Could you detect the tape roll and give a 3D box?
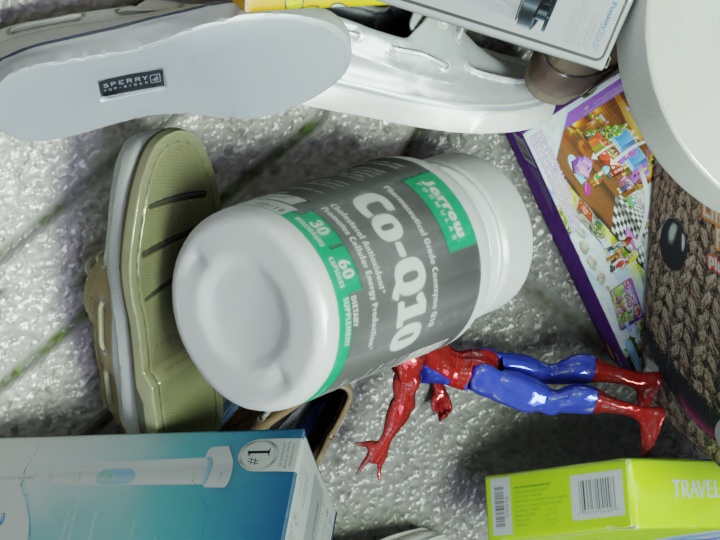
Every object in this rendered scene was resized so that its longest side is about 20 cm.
[{"bbox_3d":[0.234,-0.124,1.612,0.202,0.037,0.203,2,86,-23],"label":"tape roll"}]

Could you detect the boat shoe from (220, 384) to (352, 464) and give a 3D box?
[{"bbox_3d":[-0.075,0.128,1.747,0.072,0.072,0.200,25,100,-33],"label":"boat shoe"}]

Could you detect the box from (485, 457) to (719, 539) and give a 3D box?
[{"bbox_3d":[0.188,0.144,1.834,0.200,0.122,0.048,5,79,-44],"label":"box"}]

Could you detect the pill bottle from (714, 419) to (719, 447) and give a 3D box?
[{"bbox_3d":[0.304,0.064,1.640,0.200,0.113,0.113,-41,124,-4],"label":"pill bottle"}]

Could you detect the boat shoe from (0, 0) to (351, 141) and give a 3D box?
[{"bbox_3d":[-0.107,-0.121,1.609,0.199,0.070,0.071,-11,132,-6],"label":"boat shoe"}]

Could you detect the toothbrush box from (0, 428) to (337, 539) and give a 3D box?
[{"bbox_3d":[-0.126,0.170,1.639,0.199,0.147,0.085,-3,139,14],"label":"toothbrush box"}]

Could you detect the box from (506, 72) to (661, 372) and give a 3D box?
[{"bbox_3d":[0.181,-0.048,1.811,0.137,0.039,0.200,-32,123,-9],"label":"box"}]

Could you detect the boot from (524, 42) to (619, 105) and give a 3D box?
[{"bbox_3d":[0.166,-0.170,1.714,0.146,0.070,0.200,-51,169,30],"label":"boot"}]

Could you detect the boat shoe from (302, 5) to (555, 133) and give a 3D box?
[{"bbox_3d":[0.025,-0.126,1.686,0.199,0.072,0.069,9,112,-19],"label":"boat shoe"}]

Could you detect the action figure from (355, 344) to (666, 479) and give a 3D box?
[{"bbox_3d":[0.073,0.084,1.791,0.199,0.065,0.099,17,119,-8],"label":"action figure"}]

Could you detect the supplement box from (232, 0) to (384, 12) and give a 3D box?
[{"bbox_3d":[0.013,-0.210,1.611,0.199,0.109,0.110,-5,115,-24],"label":"supplement box"}]

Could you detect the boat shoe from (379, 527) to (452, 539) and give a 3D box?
[{"bbox_3d":[-0.027,0.193,1.805,0.200,0.069,0.071,-21,141,-40],"label":"boat shoe"}]

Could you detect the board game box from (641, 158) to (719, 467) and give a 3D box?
[{"bbox_3d":[0.249,0.012,1.752,0.097,0.159,0.201,-10,116,-22],"label":"board game box"}]

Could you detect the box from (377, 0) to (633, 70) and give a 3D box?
[{"bbox_3d":[0.057,-0.188,1.540,0.200,0.060,0.117,13,106,-29],"label":"box"}]

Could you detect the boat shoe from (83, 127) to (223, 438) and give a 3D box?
[{"bbox_3d":[-0.123,0.010,1.667,0.075,0.068,0.201,-21,122,-41],"label":"boat shoe"}]

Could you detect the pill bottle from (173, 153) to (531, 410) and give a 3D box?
[{"bbox_3d":[0.000,0.000,1.656,0.200,0.113,0.113,-21,125,-48],"label":"pill bottle"}]
